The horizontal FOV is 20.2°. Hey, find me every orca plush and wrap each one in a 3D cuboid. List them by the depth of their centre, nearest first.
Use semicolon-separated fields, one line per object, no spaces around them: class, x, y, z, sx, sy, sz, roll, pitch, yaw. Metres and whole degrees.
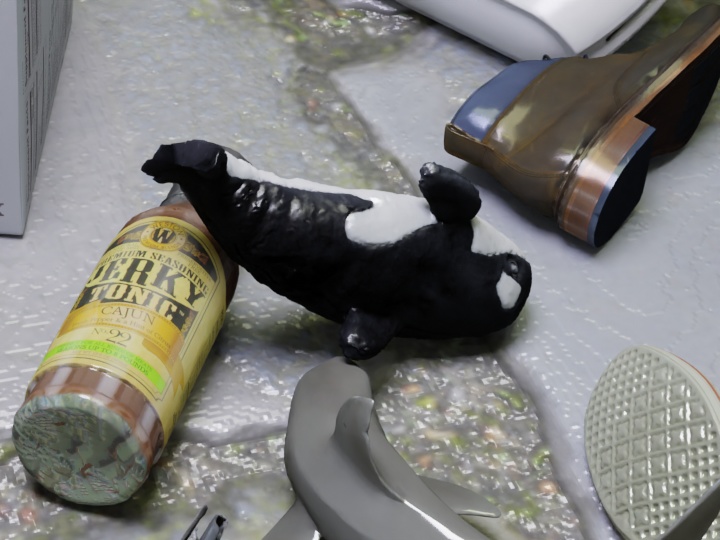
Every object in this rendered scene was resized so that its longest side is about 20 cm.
orca plush;0.000;0.000;0.889;0.105;0.200;0.071;-27;52;28

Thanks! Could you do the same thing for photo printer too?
photo printer;0.094;-0.205;1.148;0.199;0.070;0.167;30;70;25

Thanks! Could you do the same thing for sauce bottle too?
sauce bottle;-0.092;0.015;0.899;0.064;0.065;0.201;12;40;6

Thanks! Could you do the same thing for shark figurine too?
shark figurine;0.029;0.086;0.796;0.214;0.090;0.128;21;44;35

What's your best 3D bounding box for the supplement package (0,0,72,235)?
supplement package;-0.227;-0.142;0.999;0.151;0.151;0.201;5;40;-3

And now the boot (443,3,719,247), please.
boot;0.127;-0.099;1.059;0.097;0.075;0.200;26;45;18

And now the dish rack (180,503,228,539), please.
dish rack;-0.109;0.160;0.626;0.054;0.200;0.154;29;40;-5

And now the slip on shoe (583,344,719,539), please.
slip on shoe;0.158;0.103;0.837;0.061;0.074;0.200;21;18;-41
